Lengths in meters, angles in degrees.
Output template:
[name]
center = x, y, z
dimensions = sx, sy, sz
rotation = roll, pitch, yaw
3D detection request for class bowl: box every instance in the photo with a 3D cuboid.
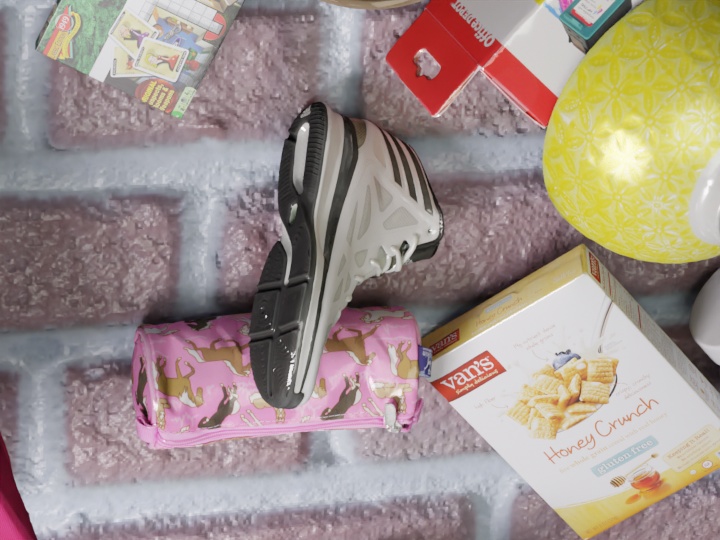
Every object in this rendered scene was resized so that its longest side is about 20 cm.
[bowl]
center = 0.225, -0.074, 1.592
dimensions = 0.200, 0.108, 0.201
rotation = -21, 136, -21

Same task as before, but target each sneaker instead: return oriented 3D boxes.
[sneaker]
center = 0.000, 0.000, 1.633
dimensions = 0.115, 0.076, 0.201
rotation = 16, 76, -27

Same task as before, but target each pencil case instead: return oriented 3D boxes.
[pencil case]
center = -0.056, 0.071, 1.672
dimensions = 0.199, 0.087, 0.083
rotation = -3, 109, -14

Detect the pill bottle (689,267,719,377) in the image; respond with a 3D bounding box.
[pill bottle]
center = 0.325, 0.079, 1.772
dimensions = 0.116, 0.116, 0.200
rotation = -42, 117, 4

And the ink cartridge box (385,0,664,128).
[ink cartridge box]
center = 0.118, -0.171, 1.604
dimensions = 0.200, 0.116, 0.067
rotation = -46, 119, 7

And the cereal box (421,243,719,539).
[cereal box]
center = 0.154, 0.087, 1.744
dimensions = 0.144, 0.040, 0.200
rotation = -32, 120, 24

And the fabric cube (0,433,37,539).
[fabric cube]
center = -0.332, 0.114, 1.531
dimensions = 0.196, 0.200, 0.200
rotation = -29, 127, -4

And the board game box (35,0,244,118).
[board game box]
center = -0.112, -0.200, 1.556
dimensions = 0.105, 0.023, 0.200
rotation = 25, 112, -13

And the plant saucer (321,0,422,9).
[plant saucer]
center = 0.011, -0.263, 1.582
dimensions = 0.199, 0.029, 0.201
rotation = -6, 114, -13
